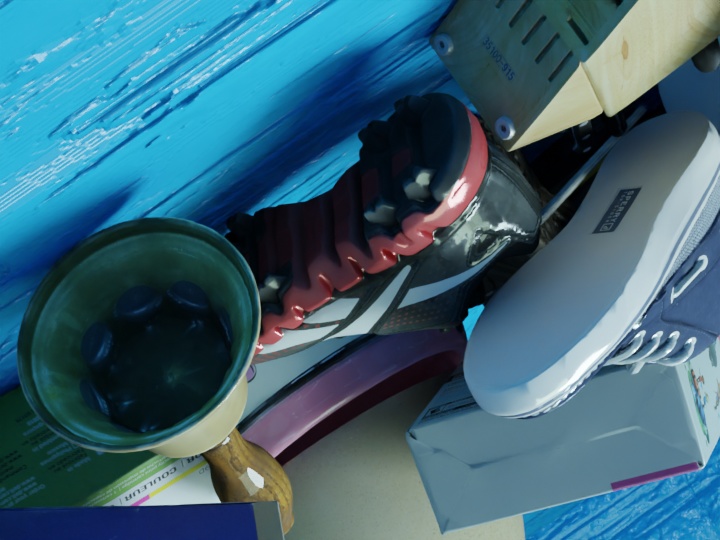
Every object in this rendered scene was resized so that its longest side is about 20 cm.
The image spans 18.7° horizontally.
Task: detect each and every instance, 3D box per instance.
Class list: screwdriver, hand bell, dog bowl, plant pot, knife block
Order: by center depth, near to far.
[{"bbox_3d":[-0.064,0.070,0.959,0.104,0.104,0.200,-34,148,-3],"label":"hand bell"},{"bbox_3d":[0.125,-0.125,0.959,0.175,0.064,0.200,-25,163,-39],"label":"knife block"},{"bbox_3d":[0.140,-0.079,1.137,0.200,0.028,0.029,-41,151,-44],"label":"screwdriver"},{"bbox_3d":[-0.026,0.061,1.207,0.199,0.074,0.200,-33,166,-9],"label":"dog bowl"},{"bbox_3d":[0.017,0.169,1.238,0.200,0.135,0.200,-33,167,-9],"label":"plant pot"}]

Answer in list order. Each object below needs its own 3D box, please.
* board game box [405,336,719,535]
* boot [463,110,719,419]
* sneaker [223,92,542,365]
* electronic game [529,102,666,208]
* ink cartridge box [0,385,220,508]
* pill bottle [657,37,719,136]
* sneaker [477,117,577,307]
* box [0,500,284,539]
[{"bbox_3d":[0.124,0.059,1.158,0.147,0.065,0.200,-16,-169,23],"label":"board game box"},{"bbox_3d":[0.123,0.020,0.992,0.072,0.091,0.200,1,-141,43],"label":"boot"},{"bbox_3d":[0.000,0.000,0.976,0.098,0.071,0.200,28,134,-35],"label":"sneaker"},{"bbox_3d":[0.152,-0.057,1.296,0.199,0.042,0.200,-33,166,-9],"label":"electronic game"},{"bbox_3d":[-0.131,0.133,1.082,0.147,0.076,0.201,-30,147,-16],"label":"ink cartridge box"},{"bbox_3d":[0.250,-0.124,1.152,0.199,0.113,0.112,-24,163,-38],"label":"pill bottle"},{"bbox_3d":[0.068,-0.015,1.149,0.075,0.071,0.200,-25,154,15],"label":"sneaker"},{"bbox_3d":[-0.142,0.144,0.959,0.198,0.033,0.121,2,143,-16],"label":"box"}]
